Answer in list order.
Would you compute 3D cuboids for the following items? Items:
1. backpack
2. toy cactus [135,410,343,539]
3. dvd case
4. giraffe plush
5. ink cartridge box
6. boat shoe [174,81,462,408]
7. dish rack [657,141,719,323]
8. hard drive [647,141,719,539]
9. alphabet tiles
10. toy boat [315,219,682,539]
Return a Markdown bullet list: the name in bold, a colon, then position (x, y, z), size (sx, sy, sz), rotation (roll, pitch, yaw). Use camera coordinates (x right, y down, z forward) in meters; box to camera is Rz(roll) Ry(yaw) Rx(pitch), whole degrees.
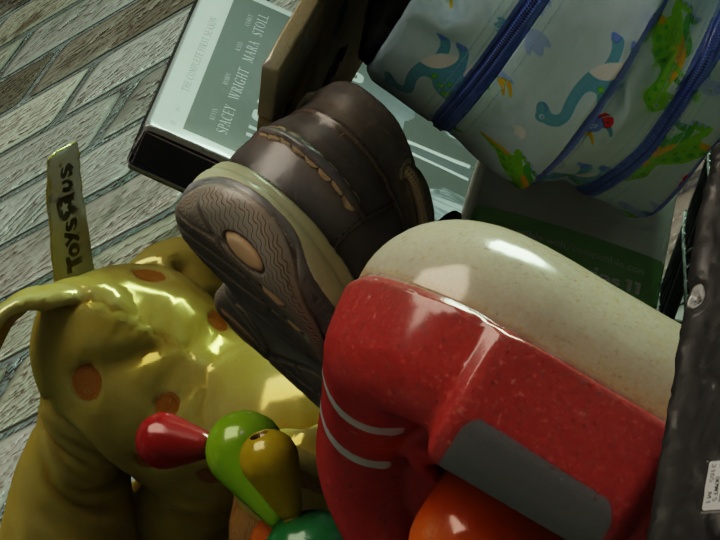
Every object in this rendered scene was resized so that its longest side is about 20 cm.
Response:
- **backpack**: position (0.079, -0.109, 0.852), size (0.163, 0.154, 0.200), rotation (-47, -7, 37)
- **toy cactus**: position (-0.020, 0.129, 0.869), size (0.165, 0.102, 0.200), rotation (-5, 52, 18)
- **dvd case**: position (0.015, -0.039, 1.093), size (0.150, 0.200, 0.025), rotation (-77, 13, -62)
- **giraffe plush**: position (-0.036, 0.058, 1.032), size (0.162, 0.200, 0.173), rotation (18, 50, 33)
- **ink cartridge box**: position (0.068, -0.014, 0.956), size (0.200, 0.067, 0.117), rotation (-73, -1, -45)
- **boat shoe**: position (0.000, 0.000, 0.862), size (0.073, 0.074, 0.200), rotation (-46, -13, -8)
- **dish rack**: position (0.127, 0.000, 0.900), size (0.200, 0.054, 0.154), rotation (-74, 3, -72)
- **hard drive**: position (0.119, 0.060, 0.590), size (0.140, 0.038, 0.201), rotation (-12, 60, 50)
- **alphabet tiles**: position (0.014, -0.119, 0.869), size (0.200, 0.006, 0.166), rotation (-62, -6, -22)
- **toy boat**: position (0.033, 0.078, 0.743), size (0.131, 0.130, 0.200), rotation (-58, -6, -12)
